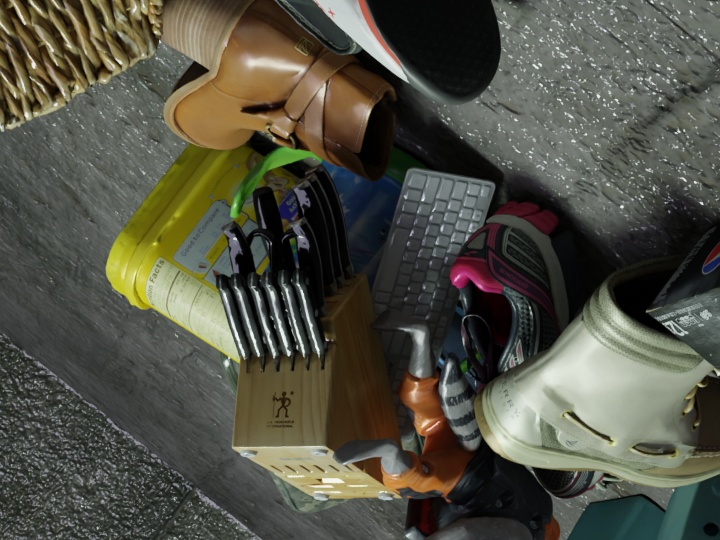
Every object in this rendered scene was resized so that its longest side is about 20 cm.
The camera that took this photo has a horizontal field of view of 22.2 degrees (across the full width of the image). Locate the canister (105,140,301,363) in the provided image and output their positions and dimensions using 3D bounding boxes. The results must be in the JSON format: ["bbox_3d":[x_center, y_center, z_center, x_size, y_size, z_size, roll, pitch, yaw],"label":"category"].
[{"bbox_3d":[-0.063,0.002,1.346,0.200,0.149,0.087,32,163,16],"label":"canister"}]

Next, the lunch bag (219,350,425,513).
[{"bbox_3d":[-0.036,0.087,1.546,0.200,0.139,0.168,69,-179,-60],"label":"lunch bag"}]

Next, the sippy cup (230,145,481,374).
[{"bbox_3d":[0.000,0.000,1.229,0.178,0.130,0.140,25,159,41],"label":"sippy cup"}]

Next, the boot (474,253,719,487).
[{"bbox_3d":[0.185,0.058,1.061,0.200,0.072,0.155,6,143,-29],"label":"boot"}]

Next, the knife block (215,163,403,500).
[{"bbox_3d":[-0.025,0.039,1.142,0.064,0.176,0.200,-2,160,22],"label":"knife block"}]

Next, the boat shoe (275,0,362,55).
[{"bbox_3d":[-0.074,-0.182,1.004,0.200,0.068,0.072,41,163,-17],"label":"boat shoe"}]

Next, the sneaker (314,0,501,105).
[{"bbox_3d":[-0.017,-0.164,0.930,0.201,0.067,0.108,46,164,-15],"label":"sneaker"}]

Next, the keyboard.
[{"bbox_3d":[0.031,0.025,1.158,0.056,0.200,0.011,6,-149,-17],"label":"keyboard"}]

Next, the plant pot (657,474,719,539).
[{"bbox_3d":[0.252,0.220,1.213,0.141,0.142,0.200,16,150,15],"label":"plant pot"}]

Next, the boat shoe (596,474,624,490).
[{"bbox_3d":[0.177,0.126,1.310,0.071,0.064,0.200,45,162,-23],"label":"boat shoe"}]

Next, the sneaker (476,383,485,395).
[{"bbox_3d":[0.141,0.070,1.243,0.200,0.075,0.090,5,136,53],"label":"sneaker"}]

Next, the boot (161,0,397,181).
[{"bbox_3d":[-0.047,-0.100,1.168,0.155,0.074,0.200,30,165,13],"label":"boot"}]

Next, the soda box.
[{"bbox_3d":[0.217,0.004,0.884,0.071,0.063,0.200,39,165,-5],"label":"soda box"}]

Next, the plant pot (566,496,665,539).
[{"bbox_3d":[0.207,0.311,1.513,0.141,0.200,0.141,39,165,-3],"label":"plant pot"}]

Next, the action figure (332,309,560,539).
[{"bbox_3d":[0.064,0.144,1.118,0.194,0.104,0.200,50,-155,-31],"label":"action figure"}]

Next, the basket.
[{"bbox_3d":[-0.210,-0.213,1.098,0.200,0.143,0.149,61,178,-29],"label":"basket"}]

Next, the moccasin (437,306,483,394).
[{"bbox_3d":[0.041,0.052,1.391,0.200,0.068,0.081,29,163,37],"label":"moccasin"}]

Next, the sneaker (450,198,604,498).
[{"bbox_3d":[0.101,0.058,1.142,0.081,0.075,0.200,4,123,42],"label":"sneaker"}]
